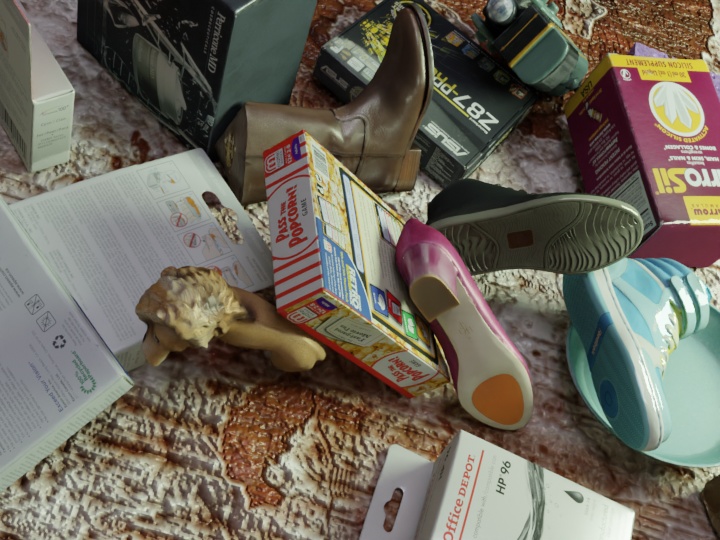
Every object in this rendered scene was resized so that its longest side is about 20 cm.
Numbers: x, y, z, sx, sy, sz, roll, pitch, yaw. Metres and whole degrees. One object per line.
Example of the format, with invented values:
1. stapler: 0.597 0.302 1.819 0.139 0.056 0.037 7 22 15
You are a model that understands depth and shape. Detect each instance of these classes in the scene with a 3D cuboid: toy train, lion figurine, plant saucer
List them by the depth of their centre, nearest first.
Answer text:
1. lion figurine: -0.086 0.042 0.750 0.197 0.122 0.074 12 87 -34
2. plant saucer: 0.281 0.100 0.913 0.195 0.036 0.203 6 51 -7
3. toy train: 0.189 -0.242 1.056 0.115 0.085 0.199 54 18 13

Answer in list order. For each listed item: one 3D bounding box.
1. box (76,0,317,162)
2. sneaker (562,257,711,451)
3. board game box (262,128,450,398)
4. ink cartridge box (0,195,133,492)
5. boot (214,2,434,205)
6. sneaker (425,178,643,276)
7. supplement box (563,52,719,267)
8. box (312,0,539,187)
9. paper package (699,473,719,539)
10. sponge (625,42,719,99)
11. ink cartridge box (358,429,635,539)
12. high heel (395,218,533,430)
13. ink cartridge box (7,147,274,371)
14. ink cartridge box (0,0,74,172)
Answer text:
1. box: -0.154 -0.246 0.905 0.196 0.201 0.124 42 55 12
2. sneaker: 0.266 0.061 0.868 0.128 0.080 0.203 -2 52 -11
3. board game box: 0.000 0.000 0.815 0.199 0.046 0.154 38 36 -48
4. ink cartridge box: -0.301 0.069 0.725 0.199 0.043 0.197 -37 73 -10
5. boot: -0.035 -0.154 0.913 0.196 0.190 0.064 -3 18 -21
6. sneaker: 0.151 -0.052 0.896 0.195 0.076 0.107 -3 29 7
7. supplement box: 0.309 -0.112 1.023 0.128 0.103 0.204 -1 66 -21
8. box: 0.071 -0.197 1.046 0.199 0.049 0.161 41 55 8
9. paper package: 0.427 0.177 0.823 0.187 0.201 0.105 -5 59 -23
10. sponge: 0.406 -0.193 1.174 0.196 0.030 0.113 20 54 -7
11. ink cartridge box: 0.106 0.209 0.770 0.197 0.068 0.117 24 52 -2
12. high heel: 0.090 0.048 0.843 0.200 0.067 0.097 49 20 -28
13. ink cartridge box: -0.184 -0.009 0.835 0.198 0.048 0.161 -23 67 -34
14. ink cartridge box: -0.308 -0.217 0.845 0.044 0.177 0.201 -23 67 -31
